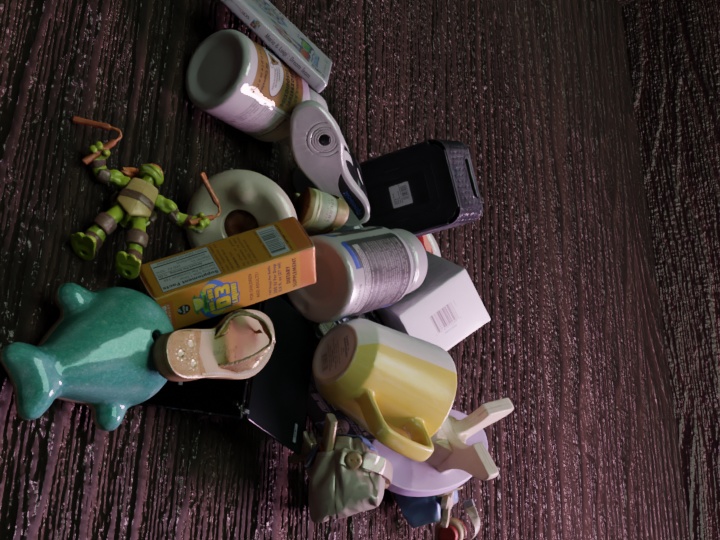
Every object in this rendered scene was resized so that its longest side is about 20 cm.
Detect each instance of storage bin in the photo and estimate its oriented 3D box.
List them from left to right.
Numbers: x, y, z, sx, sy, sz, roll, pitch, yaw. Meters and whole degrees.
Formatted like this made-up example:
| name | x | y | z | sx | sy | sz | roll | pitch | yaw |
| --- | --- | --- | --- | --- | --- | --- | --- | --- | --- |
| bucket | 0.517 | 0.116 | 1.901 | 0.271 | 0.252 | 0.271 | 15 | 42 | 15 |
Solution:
| name | x | y | z | sx | sy | sz | roll | pitch | yaw |
| --- | --- | --- | --- | --- | --- | --- | --- | --- | --- |
| storage bin | 0.080 | -0.123 | 1.554 | 0.094 | 0.200 | 0.136 | -10 | 85 | -59 |

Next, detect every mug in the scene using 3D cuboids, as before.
| name | x | y | z | sx | sy | sz | roll | pitch | yaw |
| --- | --- | --- | --- | --- | --- | --- | --- | --- | --- |
| mug | 0.031 | 0.139 | 1.231 | 0.153 | 0.186 | 0.150 | 32 | 81 | -34 |

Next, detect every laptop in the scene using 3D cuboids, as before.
| name | x | y | z | sx | sy | sz | roll | pitch | yaw |
| --- | --- | --- | --- | --- | --- | --- | --- | --- | --- |
| laptop | -0.157 | 0.111 | 1.164 | 0.103 | 0.200 | 0.178 | 105 | -8 | -58 |

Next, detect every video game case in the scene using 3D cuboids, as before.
| name | x | y | z | sx | sy | sz | roll | pitch | yaw |
| --- | --- | --- | --- | --- | --- | --- | --- | --- | --- |
| video game case | -0.115 | -0.340 | 1.379 | 0.182 | 0.024 | 0.200 | 42 | 16 | -14 |

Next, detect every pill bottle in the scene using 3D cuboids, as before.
| name | x | y | z | sx | sy | sz | roll | pitch | yaw |
| --- | --- | --- | --- | --- | --- | --- | --- | --- | --- |
| pill bottle | -0.136 | -0.243 | 1.337 | 0.200 | 0.114 | 0.115 | 23 | 58 | -54 |
| pill bottle | 0.000 | 0.000 | 1.288 | 0.200 | 0.114 | 0.114 | -12 | 87 | -54 |

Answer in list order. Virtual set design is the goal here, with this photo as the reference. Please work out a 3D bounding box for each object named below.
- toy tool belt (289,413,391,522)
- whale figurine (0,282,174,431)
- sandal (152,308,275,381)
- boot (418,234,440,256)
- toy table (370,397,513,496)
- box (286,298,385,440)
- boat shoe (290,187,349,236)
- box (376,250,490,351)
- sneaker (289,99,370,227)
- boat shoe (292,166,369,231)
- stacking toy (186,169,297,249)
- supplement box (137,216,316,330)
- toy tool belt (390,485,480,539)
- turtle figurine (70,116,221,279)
| name | x | y | z | sx | sy | sz | roll | pitch | yaw |
| --- | --- | --- | --- | --- | --- | --- | --- | --- | --- |
| toy tool belt | -0.026 | 0.246 | 1.232 | 0.200 | 0.125 | 0.123 | 107 | -31 | -79 |
| whale figurine | -0.267 | 0.086 | 0.980 | 0.200 | 0.104 | 0.159 | -18 | 93 | -62 |
| sandal | -0.129 | 0.080 | 1.045 | 0.212 | 0.070 | 0.078 | -7 | 84 | -61 |
| boot | 0.081 | 0.014 | 1.630 | 0.144 | 0.072 | 0.200 | -24 | 101 | -58 |
| toy table | 0.117 | 0.235 | 1.363 | 0.200 | 0.117 | 0.184 | -22 | 65 | -38 |
| box | -0.030 | 0.121 | 1.375 | 0.200 | 0.086 | 0.164 | 58 | 35 | -26 |
| boat shoe | -0.064 | -0.069 | 1.323 | 0.066 | 0.200 | 0.074 | 14 | 87 | -13 |
| box | 0.083 | 0.045 | 1.460 | 0.124 | 0.200 | 0.098 | -35 | 114 | -12 |
| sneaker | -0.049 | -0.166 | 1.373 | 0.112 | 0.073 | 0.200 | -99 | 167 | -59 |
| boat shoe | -0.032 | -0.080 | 1.489 | 0.202 | 0.075 | 0.086 | 61 | 29 | -5 |
| stacking toy | -0.134 | -0.076 | 1.279 | 0.200 | 0.146 | 0.146 | -57 | 126 | -70 |
| supplement box | -0.154 | 0.005 | 1.121 | 0.067 | 0.200 | 0.069 | 91 | -26 | -45 |
| toy tool belt | 0.097 | 0.331 | 1.446 | 0.200 | 0.125 | 0.123 | 70 | 16 | 9 |
| turtle figurine | -0.268 | -0.076 | 1.096 | 0.200 | 0.064 | 0.161 | 35 | 48 | -18 |
